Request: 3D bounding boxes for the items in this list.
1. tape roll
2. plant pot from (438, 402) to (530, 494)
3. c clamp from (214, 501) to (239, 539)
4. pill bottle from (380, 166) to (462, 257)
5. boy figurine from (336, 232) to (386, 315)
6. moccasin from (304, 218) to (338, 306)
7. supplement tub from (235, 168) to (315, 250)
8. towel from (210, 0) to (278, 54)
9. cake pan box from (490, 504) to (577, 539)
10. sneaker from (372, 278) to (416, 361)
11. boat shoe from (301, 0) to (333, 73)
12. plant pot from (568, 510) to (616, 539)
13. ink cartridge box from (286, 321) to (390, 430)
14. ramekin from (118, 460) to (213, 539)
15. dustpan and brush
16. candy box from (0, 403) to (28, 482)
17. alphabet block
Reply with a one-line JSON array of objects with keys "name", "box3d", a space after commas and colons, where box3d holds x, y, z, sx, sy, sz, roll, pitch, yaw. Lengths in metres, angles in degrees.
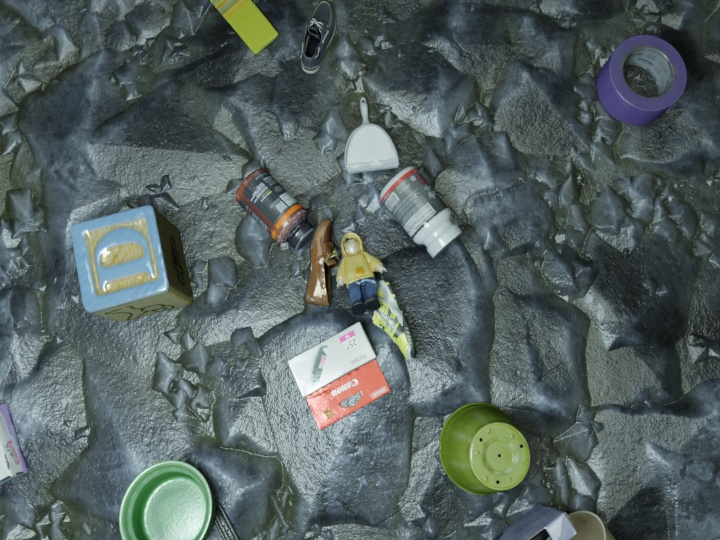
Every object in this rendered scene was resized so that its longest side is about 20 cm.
[{"name": "tape roll", "box3d": [0.713, -0.483, 1.531, 0.193, 0.085, 0.206, 0, 78, 0]}, {"name": "plant pot", "box3d": [0.278, 0.393, 1.301, 0.194, 0.193, 0.207, 0, 79, 0]}, {"name": "c clamp", "box3d": [-0.359, 0.611, 1.339, 0.169, 0.027, 0.201, -37, 80, -12]}, {"name": "pill bottle", "box3d": [0.147, -0.138, 1.441, 0.115, 0.116, 0.201, -38, 82, -8]}, {"name": "boy figurine", "box3d": [0.000, 0.000, 1.413, 0.121, 0.065, 0.205, -13, 60, 3]}, {"name": "moccasin", "box3d": [-0.084, -0.019, 1.431, 0.075, 0.074, 0.208, 4, 79, 15]}, {"name": "supplement tub", "box3d": [-0.200, -0.141, 1.442, 0.200, 0.107, 0.107, 44, 81, 7]}, {"name": "towel", "box3d": [-0.307, -0.668, 1.590, 0.086, 0.018, 0.201, -39, 83, -2]}, {"name": "cake pan box", "box3d": [0.346, 0.571, 1.265, 0.182, 0.201, 0.053, -34, 76, -9]}, {"name": "sneaker", "box3d": [0.072, 0.124, 1.418, 0.075, 0.076, 0.204, -26, 70, 2]}, {"name": "boat shoe", "box3d": [-0.109, -0.616, 1.557, 0.071, 0.063, 0.206, 14, 79, 2]}, {"name": "plant pot", "box3d": [0.508, 0.657, 1.274, 0.200, 0.187, 0.188, 43, 81, -7]}, {"name": "ink cartridge box", "box3d": [-0.049, 0.246, 1.402, 0.196, 0.044, 0.177, -27, 79, -6]}, {"name": "ramekin", "box3d": [-0.407, 0.523, 1.298, 0.194, 0.098, 0.206, 0, 66, -1]}, {"name": "dustpan and brush", "box3d": [0.019, -0.346, 1.518, 0.135, 0.057, 0.206, -7, 86, -4]}, {"name": "candy box", "box3d": [-0.875, 0.418, 1.343, 0.196, 0.072, 0.171, -24, 80, -5]}, {"name": "alphabet block", "box3d": [-0.511, -0.009, 1.366, 0.190, 0.200, 0.202, -13, 79, -4]}]
